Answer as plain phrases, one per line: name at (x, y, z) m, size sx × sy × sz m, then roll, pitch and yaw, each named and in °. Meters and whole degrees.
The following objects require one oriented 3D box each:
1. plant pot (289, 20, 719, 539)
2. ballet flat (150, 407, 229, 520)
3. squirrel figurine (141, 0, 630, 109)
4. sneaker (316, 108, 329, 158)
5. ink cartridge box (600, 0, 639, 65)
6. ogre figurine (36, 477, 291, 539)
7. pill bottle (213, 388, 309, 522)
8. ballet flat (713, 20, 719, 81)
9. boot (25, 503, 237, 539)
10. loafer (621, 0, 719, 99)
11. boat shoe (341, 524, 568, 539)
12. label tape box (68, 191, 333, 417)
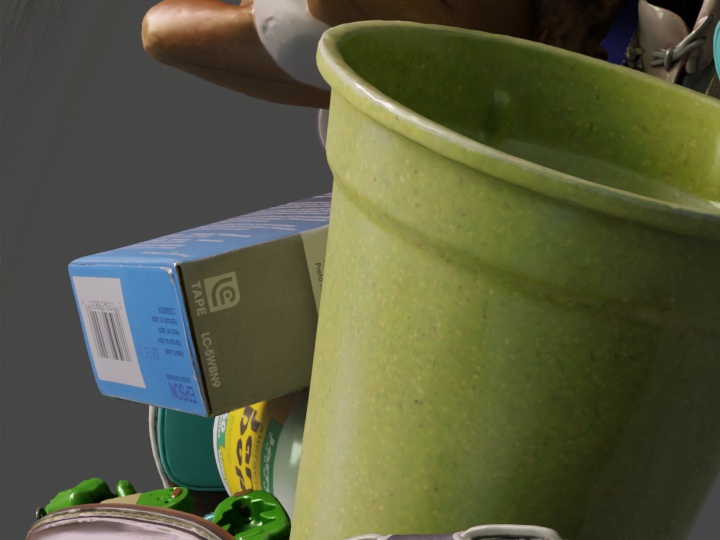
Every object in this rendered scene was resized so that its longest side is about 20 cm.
plant pot at (0.059, 0.032, 0.879) m, size 0.200 × 0.199 × 0.185 m, roll -111°, pitch 34°, yaw -69°
ballet flat at (-0.061, 0.098, 1.229) m, size 0.069 × 0.069 × 0.201 m, roll -103°, pitch 6°, yaw -66°
squirrel figurine at (0.034, -0.159, 1.034) m, size 0.141 × 0.199 × 0.187 m, roll -22°, pitch 52°, yaw 58°
sneaker at (0.057, -0.124, 1.129) m, size 0.200 × 0.075 × 0.079 m, roll -47°, pitch -13°, yaw 12°
ink cartridge box at (0.088, -0.051, 1.134) m, size 0.198 × 0.047 × 0.200 m, roll -68°, pitch 13°, yaw -7°
ogre figurine at (-0.054, 0.149, 1.015) m, size 0.199 × 0.120 × 0.098 m, roll -7°, pitch 18°, yaw 35°
pill bottle at (0.009, 0.082, 1.074) m, size 0.113 × 0.112 × 0.200 m, roll -67°, pitch 15°, yaw -1°
ballet flat at (0.181, -0.064, 0.806) m, size 0.070 × 0.069 × 0.200 m, roll -67°, pitch 18°, yaw 0°
boot at (-0.072, 0.143, 0.897) m, size 0.097 × 0.199 × 0.075 m, roll -25°, pitch -55°, yaw -46°
loafer at (0.138, -0.113, 0.996) m, size 0.200 × 0.063 × 0.072 m, roll -59°, pitch 25°, yaw 20°
boat shoe at (0.056, 0.114, 0.791) m, size 0.060 × 0.199 × 0.074 m, roll -58°, pitch -44°, yaw -62°
label tape box at (0.000, 0.000, 1.018) m, size 0.144 × 0.199 × 0.064 m, roll 3°, pitch 107°, yaw 68°
